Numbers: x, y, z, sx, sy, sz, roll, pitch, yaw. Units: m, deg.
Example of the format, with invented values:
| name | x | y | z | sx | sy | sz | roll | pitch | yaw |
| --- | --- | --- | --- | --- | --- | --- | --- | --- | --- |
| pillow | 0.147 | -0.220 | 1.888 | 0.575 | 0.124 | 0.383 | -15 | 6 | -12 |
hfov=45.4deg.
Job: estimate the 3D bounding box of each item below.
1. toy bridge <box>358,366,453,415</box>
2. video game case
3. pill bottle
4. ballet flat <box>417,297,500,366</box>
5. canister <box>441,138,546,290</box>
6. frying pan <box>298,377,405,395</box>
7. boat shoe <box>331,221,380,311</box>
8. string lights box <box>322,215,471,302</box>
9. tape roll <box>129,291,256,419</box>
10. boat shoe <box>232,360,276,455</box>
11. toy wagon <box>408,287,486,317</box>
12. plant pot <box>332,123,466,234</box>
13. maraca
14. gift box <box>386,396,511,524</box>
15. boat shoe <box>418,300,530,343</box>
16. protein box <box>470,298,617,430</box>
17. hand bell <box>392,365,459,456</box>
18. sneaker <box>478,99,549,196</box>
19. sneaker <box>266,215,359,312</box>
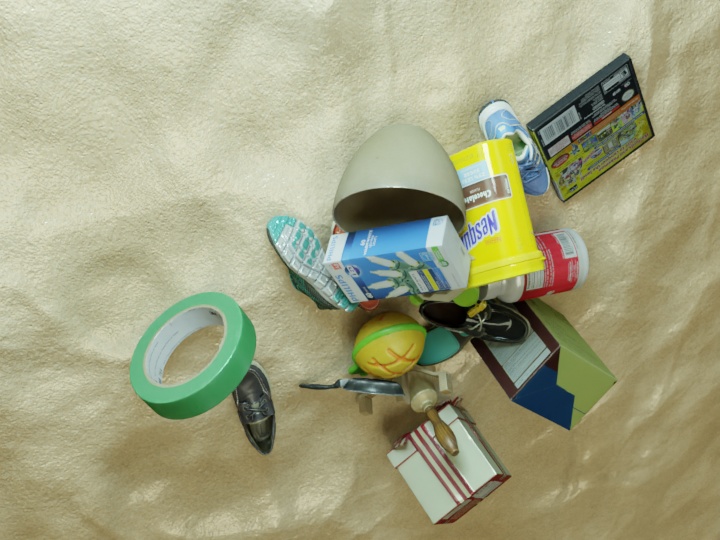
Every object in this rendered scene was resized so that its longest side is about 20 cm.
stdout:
| name | x | y | z | sx | sy | sz | roll | pitch | yaw |
| --- | --- | --- | --- | --- | --- | --- | --- | --- | --- |
| toy bridge | 0.077 | 0.214 | 1.590 | 0.197 | 0.068 | 0.027 | -20 | 149 | 29 |
| video game case | 0.392 | -0.236 | 1.454 | 0.199 | 0.026 | 0.181 | -36 | 131 | 2 |
| pill bottle | 0.293 | -0.006 | 1.521 | 0.196 | 0.113 | 0.114 | -10 | 128 | -18 |
| ballet flat | 0.179 | 0.110 | 1.585 | 0.199 | 0.071 | 0.070 | -38 | 132 | 21 |
| canister | 0.193 | -0.084 | 1.317 | 0.085 | 0.148 | 0.204 | -10 | 85 | -36 |
| frying pan | -0.005 | 0.208 | 1.551 | 0.114 | 0.187 | 0.032 | 12 | 83 | -53 |
| boat shoe | 0.000 | 0.000 | 1.421 | 0.070 | 0.063 | 0.202 | -24 | 132 | -9 |
| string lights box | 0.055 | -0.014 | 1.292 | 0.197 | 0.060 | 0.103 | -9 | 137 | 28 |
| tape roll | -0.254 | 0.126 | 1.303 | 0.199 | 0.201 | 0.048 | -33 | 131 | 1 |
| boat shoe | -0.183 | 0.243 | 1.514 | 0.071 | 0.065 | 0.203 | -16 | 129 | -11 |
| toy wagon | 0.134 | -0.003 | 1.440 | 0.200 | 0.040 | 0.155 | 43 | 122 | -16 |
| plant pot | 0.060 | -0.136 | 1.283 | 0.196 | 0.137 | 0.201 | 3 | 157 | 1 |
| maraca | 0.046 | 0.142 | 1.525 | 0.135 | 0.109 | 0.201 | -6 | 153 | -17 |
| gift box | 0.172 | 0.364 | 1.680 | 0.184 | 0.188 | 0.200 | -38 | 155 | 2 |
| boat shoe | 0.198 | 0.088 | 1.505 | 0.197 | 0.068 | 0.073 | 17 | 105 | 11 |
| protein box | 0.330 | 0.156 | 1.599 | 0.197 | 0.201 | 0.135 | 29 | 109 | -38 |
| hand bell | 0.132 | 0.266 | 1.588 | 0.102 | 0.201 | 0.106 | -13 | 130 | -16 |
| sneaker | 0.251 | -0.181 | 1.388 | 0.075 | 0.078 | 0.200 | -33 | 130 | 16 |
| sneaker | -0.090 | -0.001 | 1.371 | 0.201 | 0.090 | 0.078 | 49 | 52 | -22 |
